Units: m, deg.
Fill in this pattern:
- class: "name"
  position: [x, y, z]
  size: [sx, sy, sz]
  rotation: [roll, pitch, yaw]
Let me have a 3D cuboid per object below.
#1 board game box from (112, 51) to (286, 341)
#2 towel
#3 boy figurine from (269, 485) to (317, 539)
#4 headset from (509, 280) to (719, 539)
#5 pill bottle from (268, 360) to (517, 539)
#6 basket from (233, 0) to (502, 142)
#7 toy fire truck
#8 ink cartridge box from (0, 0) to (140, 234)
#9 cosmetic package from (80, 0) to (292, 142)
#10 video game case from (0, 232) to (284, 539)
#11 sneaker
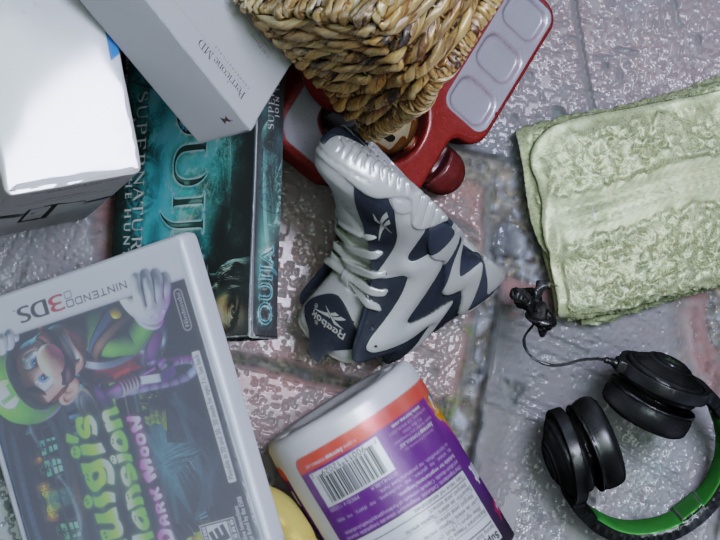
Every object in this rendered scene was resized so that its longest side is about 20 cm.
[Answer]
- class: "board game box"
  position: [-0.105, -0.055, 1.219]
  size: [0.028, 0.135, 0.201]
  rotation: [6, 83, -47]
- class: "towel"
  position: [0.213, -0.051, 1.317]
  size: [0.199, 0.036, 0.149]
  rotation: [-14, 89, -11]
- class: "boy figurine"
  position: [-0.080, 0.183, 1.221]
  size: [0.124, 0.064, 0.201]
  rotation: [-9, 93, 23]
- class: "headset"
  position: [0.169, 0.094, 1.280]
  size: [0.123, 0.094, 0.200]
  rotation: [-39, 114, 3]
- class: "pill bottle"
  position: [0.035, 0.170, 1.231]
  size: [0.111, 0.111, 0.201]
  rotation: [-31, 92, -10]
- class: "basket"
  position: [0.052, -0.186, 1.103]
  size: [0.149, 0.142, 0.201]
  rotation: [43, 67, -43]
- class: "toy fire truck"
  position: [0.029, -0.138, 1.261]
  size: [0.168, 0.112, 0.201]
  rotation: [37, 75, -26]
- class: "ink cartridge box"
  position: [-0.204, -0.108, 1.164]
  size: [0.084, 0.200, 0.147]
  rotation: [-11, 88, -18]
- class: "cosmetic package"
  position: [-0.104, -0.198, 1.097]
  size: [0.200, 0.051, 0.151]
  rotation: [51, 48, -29]
- class: "video game case"
  position: [-0.154, 0.097, 1.199]
  size: [0.181, 0.023, 0.201]
  rotation: [-17, 88, 26]
- class: "sneaker"
  position: [0.000, 0.000, 1.220]
  size: [0.130, 0.199, 0.079]
  rotation: [-46, 58, 2]
